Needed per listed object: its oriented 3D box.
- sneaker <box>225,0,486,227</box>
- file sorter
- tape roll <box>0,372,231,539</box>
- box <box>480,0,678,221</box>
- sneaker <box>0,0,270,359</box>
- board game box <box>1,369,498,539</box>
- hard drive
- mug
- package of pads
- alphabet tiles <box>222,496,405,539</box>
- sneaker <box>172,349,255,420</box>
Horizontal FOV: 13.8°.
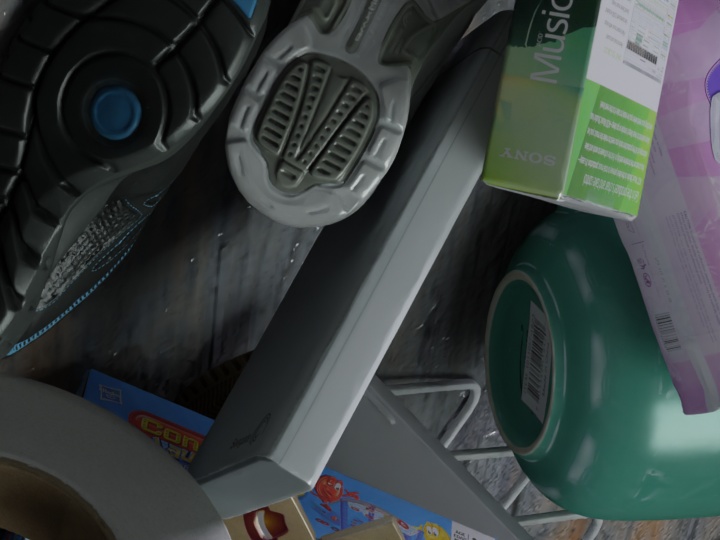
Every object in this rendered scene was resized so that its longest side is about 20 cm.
[{"bbox_3d":[0.012,-0.109,1.153,0.200,0.078,0.099,-55,-178,-1],"label":"sneaker"},{"bbox_3d":[0.057,0.163,1.439,0.124,0.200,0.139,-2,132,-57],"label":"file sorter"},{"bbox_3d":[-0.144,0.117,1.105,0.202,0.203,0.037,-19,143,-38],"label":"tape roll"},{"bbox_3d":[0.094,-0.122,1.126,0.144,0.036,0.201,9,90,-74],"label":"box"},{"bbox_3d":[-0.100,-0.047,1.094,0.200,0.073,0.082,-47,169,19],"label":"sneaker"},{"bbox_3d":[-0.069,0.166,1.288,0.196,0.199,0.056,-60,-168,30],"label":"board game box"},{"bbox_3d":[0.000,0.000,1.164,0.200,0.027,0.132,-62,-169,-17],"label":"hard drive"},{"bbox_3d":[0.123,0.027,1.406,0.114,0.186,0.152,-2,153,-19],"label":"mug"},{"bbox_3d":[0.164,-0.047,1.297,0.120,0.201,0.076,-21,-178,-34],"label":"package of pads"},{"bbox_3d":[-0.039,0.177,1.256,0.167,0.008,0.200,-17,119,15],"label":"alphabet tiles"},{"bbox_3d":[-0.050,0.108,1.353,0.112,0.071,0.200,5,134,-50],"label":"sneaker"}]
